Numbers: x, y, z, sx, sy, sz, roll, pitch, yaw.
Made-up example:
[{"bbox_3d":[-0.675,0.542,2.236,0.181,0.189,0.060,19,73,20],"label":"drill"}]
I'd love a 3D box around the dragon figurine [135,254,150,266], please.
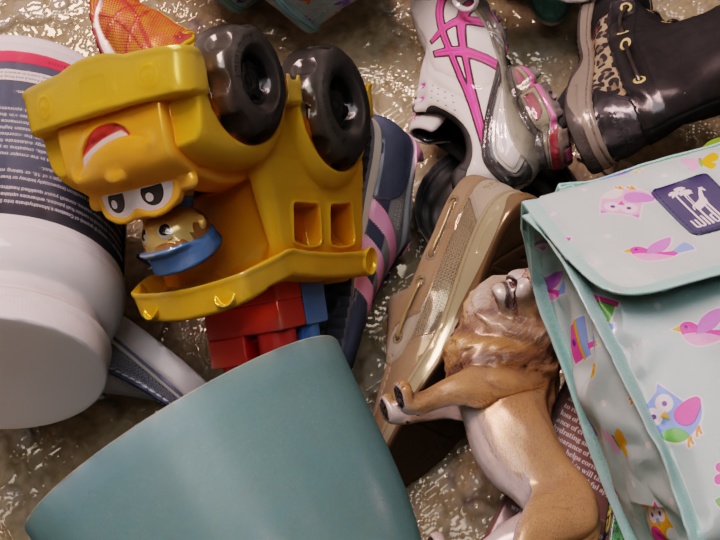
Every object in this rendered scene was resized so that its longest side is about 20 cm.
[{"bbox_3d":[-0.077,-0.071,0.825,0.199,0.059,0.100,-30,66,-10],"label":"dragon figurine"}]

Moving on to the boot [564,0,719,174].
[{"bbox_3d":[0.218,-0.153,0.778,0.149,0.074,0.201,-17,30,32],"label":"boot"}]

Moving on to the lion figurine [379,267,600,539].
[{"bbox_3d":[0.087,0.099,0.656,0.121,0.073,0.202,-12,70,-16],"label":"lion figurine"}]

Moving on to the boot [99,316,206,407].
[{"bbox_3d":[-0.189,0.065,0.771,0.199,0.073,0.091,28,75,26],"label":"boot"}]

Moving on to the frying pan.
[{"bbox_3d":[0.102,-0.072,0.826,0.113,0.031,0.192,6,54,12],"label":"frying pan"}]

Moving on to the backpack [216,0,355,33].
[{"bbox_3d":[-0.071,-0.273,0.859,0.150,0.177,0.201,-34,70,13],"label":"backpack"}]

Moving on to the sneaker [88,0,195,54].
[{"bbox_3d":[-0.147,-0.150,0.850,0.076,0.073,0.201,-22,49,-8],"label":"sneaker"}]

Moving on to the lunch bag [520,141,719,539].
[{"bbox_3d":[0.189,0.028,0.613,0.168,0.122,0.202,-17,73,-8],"label":"lunch bag"}]

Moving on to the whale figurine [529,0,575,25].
[{"bbox_3d":[0.103,-0.276,0.883,0.158,0.104,0.200,-36,70,-13],"label":"whale figurine"}]

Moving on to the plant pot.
[{"bbox_3d":[-0.055,0.158,0.646,0.199,0.201,0.162,-31,77,-10],"label":"plant pot"}]

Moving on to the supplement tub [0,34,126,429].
[{"bbox_3d":[-0.208,-0.025,0.701,0.138,0.141,0.202,-7,56,1],"label":"supplement tub"}]

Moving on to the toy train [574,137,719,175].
[{"bbox_3d":[0.219,-0.046,0.757,0.199,0.116,0.085,38,72,20],"label":"toy train"}]

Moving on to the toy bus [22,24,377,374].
[{"bbox_3d":[-0.078,-0.026,0.667,0.134,0.199,0.195,-8,87,29],"label":"toy bus"}]

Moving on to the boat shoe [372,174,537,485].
[{"bbox_3d":[0.050,0.038,0.746,0.064,0.071,0.202,28,92,41],"label":"boat shoe"}]

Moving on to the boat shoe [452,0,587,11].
[{"bbox_3d":[0.074,-0.219,0.791,0.200,0.074,0.087,13,69,-23],"label":"boat shoe"}]

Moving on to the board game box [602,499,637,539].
[{"bbox_3d":[0.193,0.114,0.658,0.103,0.024,0.202,13,67,3],"label":"board game box"}]

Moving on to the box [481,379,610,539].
[{"bbox_3d":[0.146,0.130,0.706,0.099,0.075,0.201,27,71,16],"label":"box"}]

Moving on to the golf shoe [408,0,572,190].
[{"bbox_3d":[0.067,-0.132,0.820,0.091,0.073,0.201,-24,48,-2],"label":"golf shoe"}]

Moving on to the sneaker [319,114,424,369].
[{"bbox_3d":[0.000,0.000,0.776,0.070,0.082,0.203,16,93,42],"label":"sneaker"}]
